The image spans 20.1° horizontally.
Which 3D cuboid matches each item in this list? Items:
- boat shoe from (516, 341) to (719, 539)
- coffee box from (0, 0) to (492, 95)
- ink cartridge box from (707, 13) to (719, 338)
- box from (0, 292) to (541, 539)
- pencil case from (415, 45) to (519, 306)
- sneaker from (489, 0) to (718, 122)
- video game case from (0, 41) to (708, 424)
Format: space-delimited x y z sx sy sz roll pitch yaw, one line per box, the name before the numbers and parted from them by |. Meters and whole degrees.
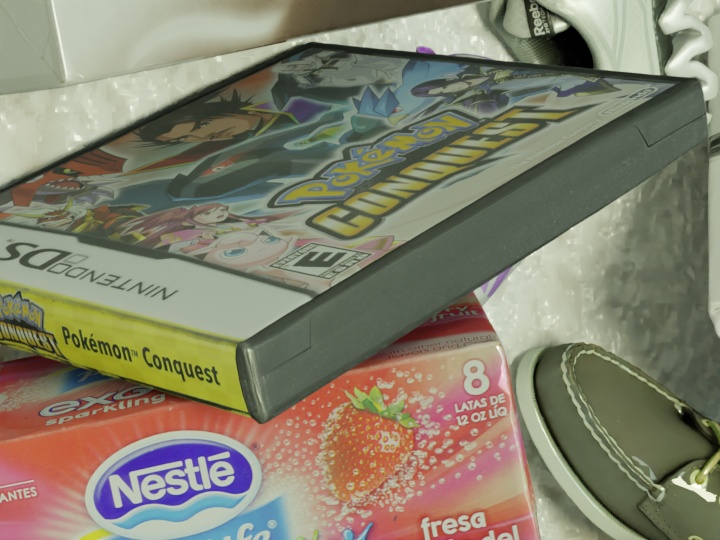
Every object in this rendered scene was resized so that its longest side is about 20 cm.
boat shoe | 0.149 0.095 0.846 0.202 0.060 0.072 43 46 -16
coffee box | -0.048 -0.130 0.675 0.199 0.080 0.114 -16 101 -41
ink cartridge box | 0.212 -0.012 0.861 0.146 0.084 0.201 53 30 -32
box | -0.051 0.072 0.600 0.199 0.103 0.095 -11 102 0
pencil case | 0.000 0.000 0.726 0.085 0.084 0.200 40 57 3
sneaker | 0.086 -0.137 0.808 0.081 0.075 0.201 -21 105 -30
video game case | -0.022 -0.024 0.634 0.200 0.180 0.026 -31 119 -37
